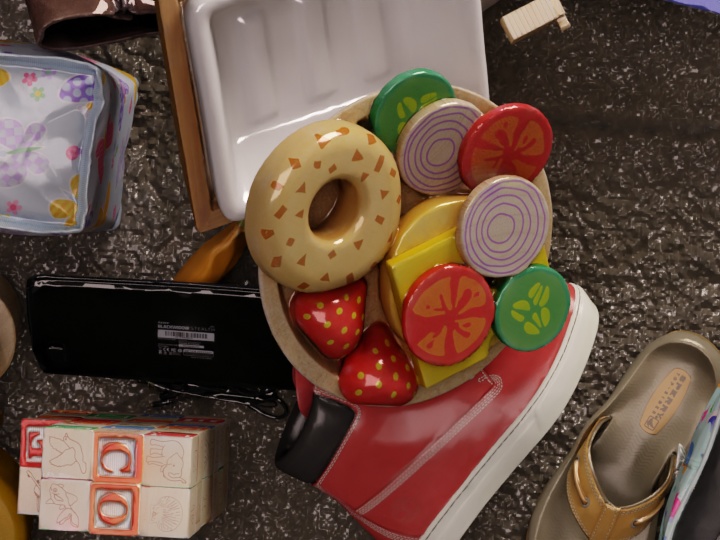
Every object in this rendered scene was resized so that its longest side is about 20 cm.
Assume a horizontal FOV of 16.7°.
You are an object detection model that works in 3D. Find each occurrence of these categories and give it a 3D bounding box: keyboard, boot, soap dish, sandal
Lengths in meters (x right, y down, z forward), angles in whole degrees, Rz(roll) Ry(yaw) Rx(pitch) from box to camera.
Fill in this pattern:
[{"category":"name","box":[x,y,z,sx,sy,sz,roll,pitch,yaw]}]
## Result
[{"category":"keyboard","box":[-0.107,0.039,1.527,0.198,0.040,0.105,5,128,1]},{"category":"boot","box":[0.042,0.065,1.498,0.144,0.072,0.200,36,94,-13]},{"category":"boot","box":[-0.133,-0.204,1.476,0.199,0.073,0.167,-12,55,-27]},{"category":"soap dish","box":[-0.025,-0.129,1.422,0.199,0.081,0.158,-21,121,-22]},{"category":"sandal","box":[0.163,0.128,1.513,0.080,0.054,0.201,29,91,4]}]

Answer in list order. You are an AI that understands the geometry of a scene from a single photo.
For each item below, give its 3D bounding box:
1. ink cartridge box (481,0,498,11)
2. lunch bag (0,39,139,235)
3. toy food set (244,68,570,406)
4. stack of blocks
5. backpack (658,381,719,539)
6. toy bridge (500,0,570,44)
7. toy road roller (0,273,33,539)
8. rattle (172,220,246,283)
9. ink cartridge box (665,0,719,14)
[{"category":"ink cartridge box","box":[0.056,-0.271,1.512,0.144,0.084,0.201,-33,88,2]},{"category":"lunch bag","box":[-0.246,-0.081,1.486,0.198,0.170,0.128,10,93,1]},{"category":"toy food set","box":[0.032,-0.016,1.417,0.197,0.049,0.201,-26,116,-18]},{"category":"stack of blocks","box":[-0.145,0.119,1.460,0.114,0.200,0.059,2,90,3]},{"category":"backpack","box":[0.268,0.147,1.458,0.176,0.151,0.201,24,84,5]},{"category":"toy bridge","box":[0.077,-0.233,1.454,0.067,0.027,0.201,-27,89,1]},{"category":"toy road roller","box":[-0.249,0.110,1.511,0.146,0.123,0.201,34,95,-9]},{"category":"rattle","box":[0.000,0.000,1.521,0.199,0.130,0.144,18,102,-23]},{"category":"ink cartridge box","box":[0.233,-0.250,1.443,0.198,0.041,0.202,13,92,1]}]
